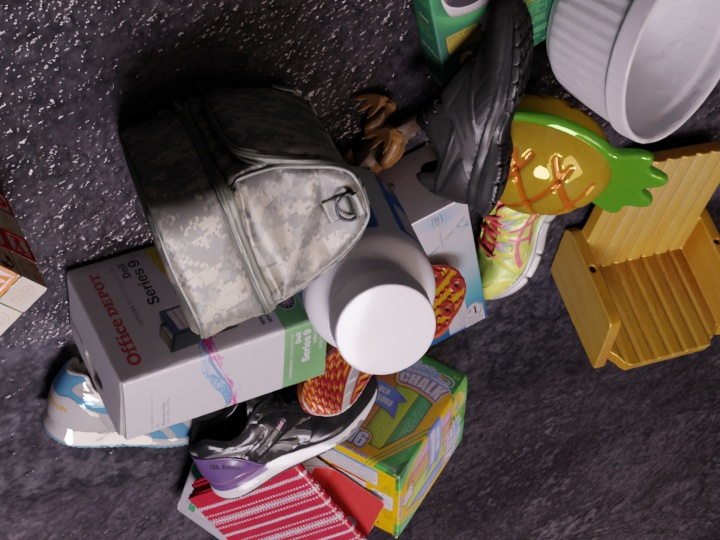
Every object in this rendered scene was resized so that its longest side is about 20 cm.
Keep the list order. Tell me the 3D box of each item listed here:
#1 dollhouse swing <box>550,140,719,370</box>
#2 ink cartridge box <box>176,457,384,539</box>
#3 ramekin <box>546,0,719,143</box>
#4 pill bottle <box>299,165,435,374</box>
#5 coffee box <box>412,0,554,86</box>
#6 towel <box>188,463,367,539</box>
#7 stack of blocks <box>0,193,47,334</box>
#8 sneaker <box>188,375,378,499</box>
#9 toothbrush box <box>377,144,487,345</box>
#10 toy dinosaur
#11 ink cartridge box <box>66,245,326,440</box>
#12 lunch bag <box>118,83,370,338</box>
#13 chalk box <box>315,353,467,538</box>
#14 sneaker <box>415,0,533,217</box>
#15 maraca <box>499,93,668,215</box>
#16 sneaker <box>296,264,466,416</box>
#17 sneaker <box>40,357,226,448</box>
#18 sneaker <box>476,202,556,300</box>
[{"bbox_3d":[0.349,-0.016,1.548,0.199,0.183,0.176,-10,157,-28],"label":"dollhouse swing"},{"bbox_3d":[-0.090,0.251,1.469,0.050,0.199,0.162,-43,163,-48],"label":"ink cartridge box"},{"bbox_3d":[0.257,-0.228,1.249,0.200,0.105,0.201,-35,143,-31],"label":"ramekin"},{"bbox_3d":[0.000,0.000,1.159,0.111,0.200,0.113,-5,118,-9],"label":"pill bottle"},{"bbox_3d":[0.102,-0.258,1.182,0.122,0.044,0.201,-29,144,-7],"label":"coffee box"},{"bbox_3d":[-0.072,0.274,1.453,0.144,0.023,0.200,-22,120,29],"label":"towel"},{"bbox_3d":[-0.352,0.033,1.096,0.200,0.115,0.058,-43,142,12],"label":"stack of blocks"},{"bbox_3d":[-0.075,0.141,1.354,0.199,0.076,0.088,-33,130,-7],"label":"sneaker"},{"bbox_3d":[0.037,-0.006,1.377,0.146,0.085,0.201,-26,141,-9],"label":"toothbrush box"},{"bbox_3d":[0.028,-0.123,1.282,0.200,0.060,0.106,-42,159,-10],"label":"toy dinosaur"},{"bbox_3d":[-0.148,0.048,1.243,0.199,0.146,0.088,-18,140,-21],"label":"ink cartridge box"},{"bbox_3d":[-0.091,-0.064,1.112,0.167,0.200,0.140,-21,120,-7],"label":"lunch bag"},{"bbox_3d":[0.038,0.160,1.499,0.200,0.124,0.124,-53,156,-35],"label":"chalk box"},{"bbox_3d":[0.097,-0.147,1.203,0.076,0.090,0.201,-48,152,-65],"label":"sneaker"},{"bbox_3d":[0.187,-0.102,1.300,0.199,0.108,0.137,16,159,-1],"label":"maraca"},{"bbox_3d":[0.015,0.060,1.322,0.199,0.077,0.073,-37,99,-8],"label":"sneaker"},{"bbox_3d":[-0.206,0.120,1.339,0.199,0.077,0.081,-2,128,-40],"label":"sneaker"},{"bbox_3d":[0.151,-0.059,1.425,0.090,0.078,0.201,8,120,-34],"label":"sneaker"}]
